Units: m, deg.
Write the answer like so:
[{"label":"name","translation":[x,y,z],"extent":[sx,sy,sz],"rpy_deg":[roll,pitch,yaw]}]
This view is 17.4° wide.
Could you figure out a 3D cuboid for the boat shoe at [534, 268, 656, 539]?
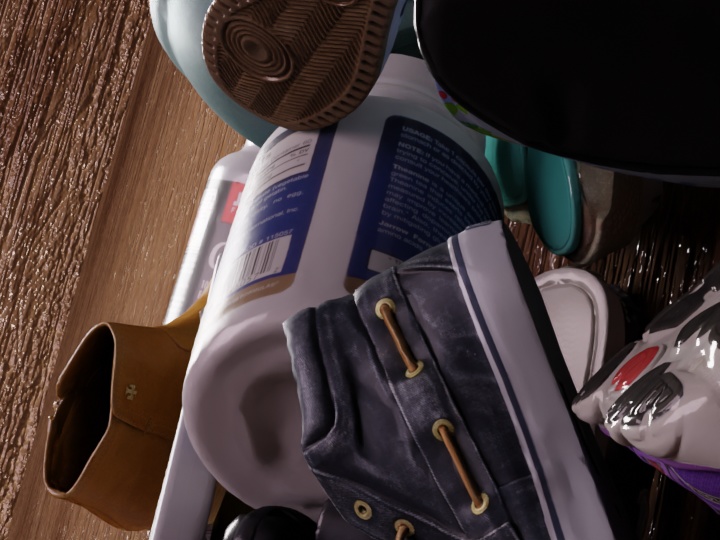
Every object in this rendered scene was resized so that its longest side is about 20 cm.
[{"label":"boat shoe","translation":[0.073,0.102,0.881],"extent":[0.074,0.060,0.201],"rpy_deg":[-4,69,43]}]

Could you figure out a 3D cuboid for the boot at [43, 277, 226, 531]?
[{"label":"boot","translation":[-0.098,0.046,1.291],"extent":[0.144,0.070,0.202],"rpy_deg":[36,-110,-57]}]

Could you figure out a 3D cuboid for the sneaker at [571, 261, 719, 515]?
[{"label":"sneaker","translation":[0.118,0.050,0.726],"extent":[0.081,0.084,0.200],"rpy_deg":[-41,2,8]}]

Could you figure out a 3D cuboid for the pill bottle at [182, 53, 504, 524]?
[{"label":"pill bottle","translation":[0.000,0.000,0.951],"extent":[0.200,0.110,0.111],"rpy_deg":[-76,11,-51]}]

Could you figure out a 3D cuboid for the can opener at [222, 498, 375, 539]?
[{"label":"can opener","translation":[-0.021,0.182,0.897],"extent":[0.078,0.063,0.201],"rpy_deg":[11,109,38]}]

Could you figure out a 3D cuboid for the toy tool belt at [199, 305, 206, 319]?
[{"label":"toy tool belt","translation":[-0.020,0.014,1.246],"extent":[0.123,0.124,0.201],"rpy_deg":[-80,-6,-56]}]

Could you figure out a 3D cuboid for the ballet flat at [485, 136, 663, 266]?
[{"label":"ballet flat","translation":[0.094,-0.045,0.975],"extent":[0.200,0.062,0.068],"rpy_deg":[-131,37,-77]}]

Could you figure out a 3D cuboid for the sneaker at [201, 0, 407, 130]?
[{"label":"sneaker","translation":[0.005,-0.138,0.893],"extent":[0.109,0.070,0.200],"rpy_deg":[-60,2,-32]}]

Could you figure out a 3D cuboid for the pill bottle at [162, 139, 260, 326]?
[{"label":"pill bottle","translation":[-0.050,-0.004,1.430],"extent":[0.116,0.115,0.201],"rpy_deg":[174,113,-77]}]

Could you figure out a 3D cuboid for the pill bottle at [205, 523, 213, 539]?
[{"label":"pill bottle","translation":[-0.070,0.214,1.221],"extent":[0.200,0.112,0.113],"rpy_deg":[-122,51,-75]}]

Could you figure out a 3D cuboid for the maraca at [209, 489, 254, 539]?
[{"label":"maraca","translation":[-0.021,0.148,1.073],"extent":[0.137,0.107,0.201],"rpy_deg":[39,105,40]}]

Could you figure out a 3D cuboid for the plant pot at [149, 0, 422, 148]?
[{"label":"plant pot","translation":[0.000,-0.130,1.281],"extent":[0.134,0.199,0.201],"rpy_deg":[60,137,38]}]

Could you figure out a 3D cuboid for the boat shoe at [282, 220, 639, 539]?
[{"label":"boat shoe","translation":[0.042,0.089,0.797],"extent":[0.071,0.090,0.201],"rpy_deg":[41,-152,-66]}]

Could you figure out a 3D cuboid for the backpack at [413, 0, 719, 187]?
[{"label":"backpack","translation":[0.101,-0.099,0.834],"extent":[0.200,0.162,0.154],"rpy_deg":[-79,-2,-58]}]

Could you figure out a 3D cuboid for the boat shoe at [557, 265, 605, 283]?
[{"label":"boat shoe","translation":[0.050,0.090,0.983],"extent":[0.071,0.063,0.201],"rpy_deg":[-159,87,-78]}]

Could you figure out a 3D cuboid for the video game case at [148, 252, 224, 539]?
[{"label":"video game case","translation":[-0.081,0.123,1.000],"extent":[0.182,0.023,0.201],"rpy_deg":[106,176,-47]}]
